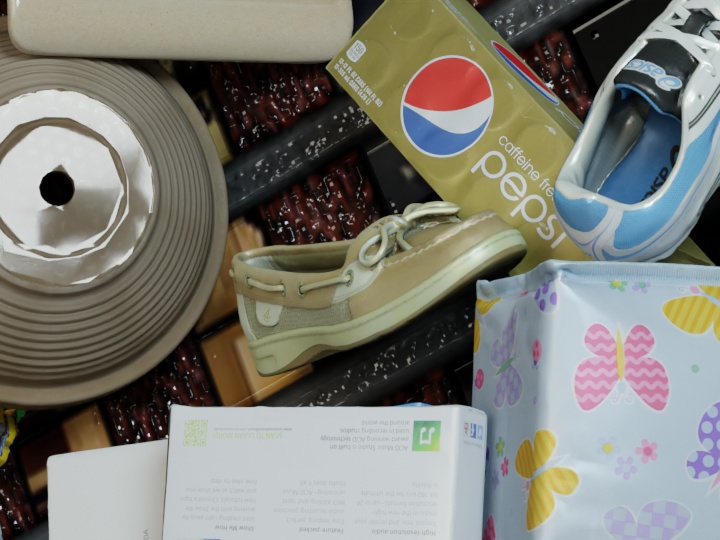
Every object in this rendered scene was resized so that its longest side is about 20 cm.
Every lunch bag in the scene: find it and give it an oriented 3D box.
[{"bbox_3d":[0.155,0.084,1.116,0.127,0.199,0.170,162,112,-71],"label":"lunch bag"}]

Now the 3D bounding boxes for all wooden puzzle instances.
[{"bbox_3d":[-0.099,-0.205,1.312,0.037,0.184,0.201,-21,72,63],"label":"wooden puzzle"}]

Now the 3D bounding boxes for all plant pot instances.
[{"bbox_3d":[-0.157,-0.033,1.285,0.200,0.093,0.202,2,83,-16],"label":"plant pot"}]

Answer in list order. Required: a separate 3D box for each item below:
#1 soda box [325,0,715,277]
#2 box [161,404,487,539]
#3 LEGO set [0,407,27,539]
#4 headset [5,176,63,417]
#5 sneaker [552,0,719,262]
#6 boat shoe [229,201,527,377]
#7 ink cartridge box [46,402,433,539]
[{"bbox_3d":[0.076,-0.051,1.241,0.068,0.064,0.200,-47,64,13],"label":"soda box"},{"bbox_3d":[-0.020,0.157,1.104,0.144,0.036,0.201,-1,79,28],"label":"box"},{"bbox_3d":[-0.209,0.168,1.348,0.200,0.116,0.154,-49,39,18],"label":"LEGO set"},{"bbox_3d":[-0.184,-0.017,1.385,0.123,0.094,0.201,27,109,26],"label":"headset"},{"bbox_3d":[0.152,-0.093,1.148,0.072,0.072,0.200,26,81,30],"label":"sneaker"},{"bbox_3d":[0.002,-0.001,1.227,0.200,0.073,0.063,-22,92,58],"label":"boat shoe"},{"bbox_3d":[-0.026,0.151,1.211,0.199,0.147,0.145,-10,77,26],"label":"ink cartridge box"}]
